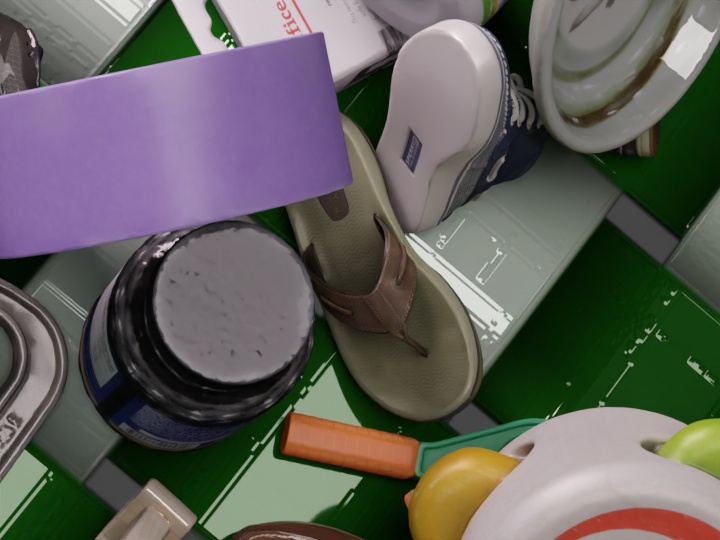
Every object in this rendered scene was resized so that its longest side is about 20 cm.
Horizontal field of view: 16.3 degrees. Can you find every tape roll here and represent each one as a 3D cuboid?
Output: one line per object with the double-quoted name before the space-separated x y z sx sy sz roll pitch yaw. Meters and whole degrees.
"tape roll" -0.109 -0.067 1.338 0.199 0.200 0.085 -14 95 -17

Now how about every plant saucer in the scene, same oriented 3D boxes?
"plant saucer" 0.150 -0.167 1.432 0.050 0.200 0.200 31 69 31

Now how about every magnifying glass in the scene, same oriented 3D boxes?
"magnifying glass" 0.051 0.116 1.480 0.199 0.022 0.080 13 77 -14

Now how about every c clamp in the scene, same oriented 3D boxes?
"c clamp" -0.267 0.070 1.401 0.171 0.027 0.200 42 73 -3

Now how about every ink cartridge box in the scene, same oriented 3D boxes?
"ink cartridge box" -0.020 -0.170 1.492 0.200 0.067 0.116 -29 88 -19

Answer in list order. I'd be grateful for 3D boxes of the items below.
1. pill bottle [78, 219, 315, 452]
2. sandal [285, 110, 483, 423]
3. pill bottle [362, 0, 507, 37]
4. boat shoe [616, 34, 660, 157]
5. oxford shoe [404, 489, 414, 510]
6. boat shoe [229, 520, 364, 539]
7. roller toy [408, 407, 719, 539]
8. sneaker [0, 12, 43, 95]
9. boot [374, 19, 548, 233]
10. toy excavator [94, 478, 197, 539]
"pill bottle" -0.087 0.034 1.364 0.111 0.200 0.112 3 79 -14
"sandal" -0.001 0.000 1.454 0.080 0.057 0.201 -32 81 17
"pill bottle" 0.082 -0.231 1.438 0.111 0.111 0.200 45 69 -2
"boat shoe" 0.140 -0.164 1.537 0.065 0.073 0.201 -11 90 9
"oxford shoe" 0.114 0.166 1.443 0.200 0.071 0.073 33 101 -20
"boat shoe" 0.017 0.192 1.426 0.199 0.072 0.076 21 74 -10
"roller toy" 0.136 0.172 1.341 0.199 0.140 0.183 -13 103 2
"sneaker" -0.228 -0.122 1.434 0.084 0.077 0.201 -27 93 -30
"boot" 0.068 -0.095 1.435 0.090 0.200 0.073 -27 76 -21
"toy excavator" -0.172 0.214 1.350 0.100 0.194 0.200 43 100 -3
